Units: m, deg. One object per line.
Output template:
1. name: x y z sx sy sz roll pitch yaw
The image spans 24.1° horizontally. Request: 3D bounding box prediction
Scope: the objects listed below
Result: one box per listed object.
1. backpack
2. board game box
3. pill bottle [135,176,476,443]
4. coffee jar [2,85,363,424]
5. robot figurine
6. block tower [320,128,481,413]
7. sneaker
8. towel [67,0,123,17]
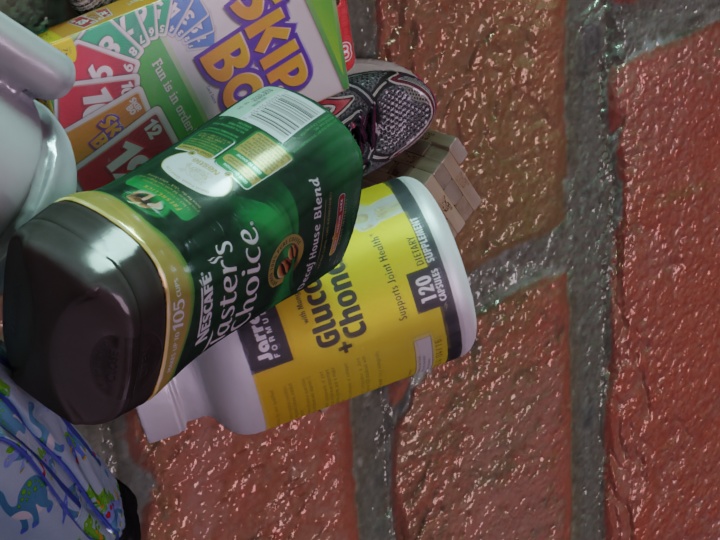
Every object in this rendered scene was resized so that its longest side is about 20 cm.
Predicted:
1. backpack: -0.211 0.105 0.833 0.162 0.154 0.201 -21 121 -4
2. board game box: -0.084 -0.116 0.927 0.199 0.030 0.096 -29 127 -28
3. pill bottle: -0.042 0.028 0.976 0.199 0.112 0.113 -20 122 -8
4. coffee jar: -0.087 -0.009 0.837 0.200 0.085 0.105 -36 149 -44
5. robot figurine: -0.215 -0.057 0.807 0.169 0.113 0.200 -38 136 12
6. block tower: 0.000 0.000 1.086 0.200 0.054 0.058 -54 135 -16
7. sneaker: -0.026 -0.071 1.019 0.199 0.074 0.081 -26 122 -37
8. towel: -0.105 -0.236 0.865 0.201 0.034 0.193 -58 155 -14
